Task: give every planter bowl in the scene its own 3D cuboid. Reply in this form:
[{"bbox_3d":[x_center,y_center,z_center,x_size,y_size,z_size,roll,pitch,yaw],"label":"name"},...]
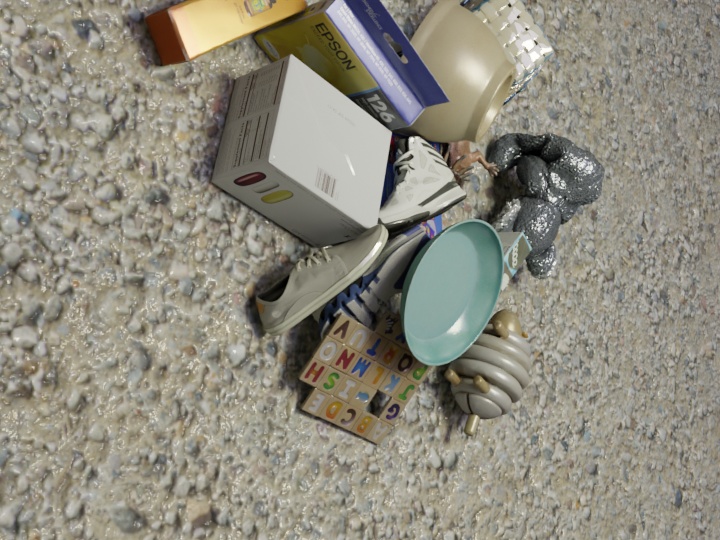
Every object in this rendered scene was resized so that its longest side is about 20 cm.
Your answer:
[{"bbox_3d":[0.136,-0.263,1.512,0.134,0.202,0.201,29,48,11],"label":"planter bowl"}]

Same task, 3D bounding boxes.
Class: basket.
[{"bbox_3d":[0.200,-0.348,1.670,0.139,0.200,0.177,-38,94,-6],"label":"basket"}]

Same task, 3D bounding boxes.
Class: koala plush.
[{"bbox_3d":[0.288,-0.103,1.754,0.177,0.183,0.201,46,63,-31],"label":"koala plush"}]

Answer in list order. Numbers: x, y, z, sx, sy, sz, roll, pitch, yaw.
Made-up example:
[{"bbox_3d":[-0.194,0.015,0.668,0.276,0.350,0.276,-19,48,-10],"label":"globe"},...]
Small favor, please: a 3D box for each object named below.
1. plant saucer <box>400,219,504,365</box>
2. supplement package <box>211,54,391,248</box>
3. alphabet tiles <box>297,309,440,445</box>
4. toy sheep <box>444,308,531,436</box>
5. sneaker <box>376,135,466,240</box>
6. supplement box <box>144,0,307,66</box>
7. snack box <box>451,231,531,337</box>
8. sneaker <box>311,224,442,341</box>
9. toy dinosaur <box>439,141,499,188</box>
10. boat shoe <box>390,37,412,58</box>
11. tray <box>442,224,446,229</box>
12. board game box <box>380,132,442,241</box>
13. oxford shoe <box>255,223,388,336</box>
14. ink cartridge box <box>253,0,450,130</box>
[{"bbox_3d":[0.114,0.025,1.415,0.199,0.036,0.203,-23,124,-38],"label":"plant saucer"},{"bbox_3d":[-0.071,-0.147,1.385,0.199,0.110,0.158,31,59,-39],"label":"supplement package"},{"bbox_3d":[0.010,0.133,1.416,0.199,0.008,0.168,31,94,-43],"label":"alphabet tiles"},{"bbox_3d":[0.190,0.150,1.605,0.138,0.137,0.202,39,69,-36],"label":"toy sheep"},{"bbox_3d":[0.053,-0.116,1.483,0.199,0.075,0.116,-26,85,-44],"label":"sneaker"},{"bbox_3d":[-0.162,-0.318,1.323,0.199,0.068,0.067,-32,110,-32],"label":"supplement box"},{"bbox_3d":[0.154,0.022,1.574,0.200,0.115,0.037,-51,122,-30],"label":"snack box"},{"bbox_3d":[-0.001,0.001,1.415,0.199,0.115,0.081,-41,136,-5],"label":"sneaker"},{"bbox_3d":[0.139,-0.198,1.634,0.135,0.085,0.203,-12,92,-62],"label":"toy dinosaur"},{"bbox_3d":[0.068,-0.310,1.611,0.199,0.070,0.065,-23,97,-50],"label":"boat shoe"},{"bbox_3d":[0.104,-0.041,1.628,0.200,0.022,0.109,38,56,-37],"label":"tray"},{"bbox_3d":[0.052,-0.093,1.538,0.133,0.045,0.203,8,74,-34],"label":"board game box"},{"bbox_3d":[-0.051,0.002,1.345,0.199,0.075,0.058,-37,106,-1],"label":"oxford shoe"},{"bbox_3d":[-0.013,-0.264,1.410,0.198,0.199,0.047,49,58,-28],"label":"ink cartridge box"}]
